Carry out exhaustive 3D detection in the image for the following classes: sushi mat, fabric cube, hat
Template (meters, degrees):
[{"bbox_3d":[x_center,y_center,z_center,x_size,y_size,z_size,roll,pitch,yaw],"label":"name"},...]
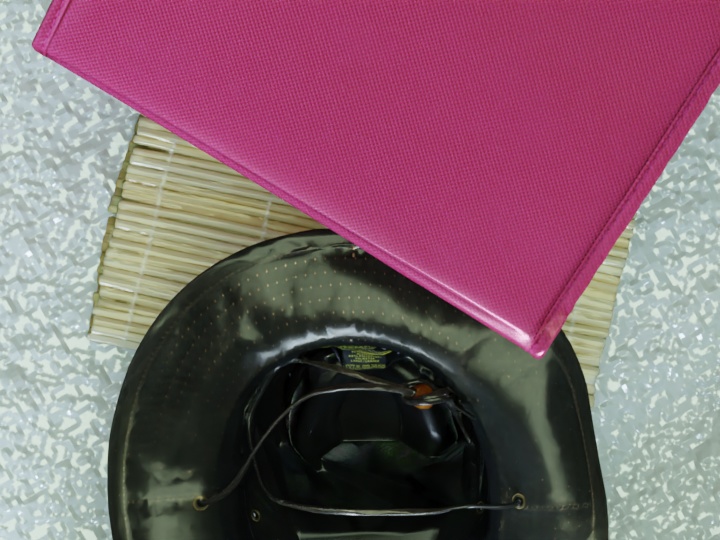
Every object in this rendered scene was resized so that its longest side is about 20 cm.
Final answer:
[{"bbox_3d":[0.000,0.000,1.122,0.200,0.012,0.096,12,90,-2],"label":"sushi mat"},{"bbox_3d":[0.036,-0.125,1.005,0.199,0.200,0.196,32,111,-2],"label":"fabric cube"},{"bbox_3d":[-0.001,0.080,1.085,0.200,0.081,0.201,0,96,2],"label":"hat"}]
